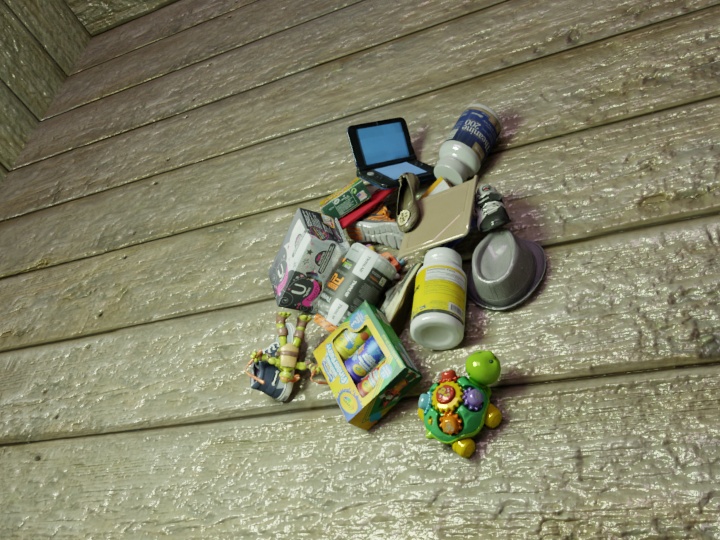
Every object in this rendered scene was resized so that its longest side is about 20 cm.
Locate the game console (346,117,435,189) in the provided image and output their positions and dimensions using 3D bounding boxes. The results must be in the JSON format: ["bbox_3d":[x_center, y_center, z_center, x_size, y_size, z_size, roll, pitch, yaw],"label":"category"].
[{"bbox_3d":[0.085,-0.299,1.843,0.197,0.121,0.170,-18,33,-33],"label":"game console"}]

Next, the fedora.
[{"bbox_3d":[0.295,-0.017,1.533,0.174,0.091,0.202,3,54,35],"label":"fedora"}]

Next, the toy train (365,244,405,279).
[{"bbox_3d":[0.000,0.000,1.737,0.198,0.056,0.151,-34,41,1],"label":"toy train"}]

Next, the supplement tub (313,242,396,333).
[{"bbox_3d":[-0.015,0.052,1.633,0.122,0.122,0.202,27,83,45],"label":"supplement tub"}]

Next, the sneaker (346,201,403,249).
[{"bbox_3d":[0.069,-0.120,1.787,0.196,0.079,0.113,12,44,24],"label":"sneaker"}]

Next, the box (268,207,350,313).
[{"bbox_3d":[-0.126,-0.021,1.724,0.202,0.113,0.133,-62,32,28],"label":"box"}]

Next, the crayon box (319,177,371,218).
[{"bbox_3d":[-0.042,-0.181,1.864,0.126,0.051,0.200,-33,9,1],"label":"crayon box"}]

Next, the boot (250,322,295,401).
[{"bbox_3d":[-0.196,0.191,1.652,0.073,0.089,0.203,-41,34,35],"label":"boot"}]

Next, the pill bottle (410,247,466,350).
[{"bbox_3d":[0.167,0.055,1.536,0.110,0.113,0.203,-11,46,24],"label":"pill bottle"}]

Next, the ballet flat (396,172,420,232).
[{"bbox_3d":[0.107,-0.166,1.704,0.067,0.046,0.202,-29,34,32],"label":"ballet flat"}]

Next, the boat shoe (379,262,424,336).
[{"bbox_3d":[0.083,0.063,1.613,0.064,0.074,0.202,14,61,34],"label":"boat shoe"}]

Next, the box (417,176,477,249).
[{"bbox_3d":[0.196,-0.120,1.709,0.119,0.041,0.201,-45,42,16],"label":"box"}]

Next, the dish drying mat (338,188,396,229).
[{"bbox_3d":[0.009,-0.159,1.808,0.199,0.018,0.076,-38,19,-26],"label":"dish drying mat"}]

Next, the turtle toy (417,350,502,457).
[{"bbox_3d":[0.189,0.237,1.364,0.200,0.102,0.145,-44,43,-10],"label":"turtle toy"}]

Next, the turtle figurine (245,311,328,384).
[{"bbox_3d":[-0.148,0.180,1.601,0.196,0.064,0.165,9,73,-7],"label":"turtle figurine"}]

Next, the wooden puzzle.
[{"bbox_3d":[0.177,-0.113,1.630,0.198,0.037,0.187,-23,34,35],"label":"wooden puzzle"}]

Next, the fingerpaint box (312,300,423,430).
[{"bbox_3d":[0.010,0.193,1.502,0.167,0.073,0.201,-44,46,13],"label":"fingerpaint box"}]

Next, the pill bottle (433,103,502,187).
[{"bbox_3d":[0.262,-0.303,1.799,0.110,0.111,0.202,13,60,40],"label":"pill bottle"}]

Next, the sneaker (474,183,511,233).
[{"bbox_3d":[0.277,-0.140,1.591,0.073,0.090,0.200,-19,13,7],"label":"sneaker"}]
